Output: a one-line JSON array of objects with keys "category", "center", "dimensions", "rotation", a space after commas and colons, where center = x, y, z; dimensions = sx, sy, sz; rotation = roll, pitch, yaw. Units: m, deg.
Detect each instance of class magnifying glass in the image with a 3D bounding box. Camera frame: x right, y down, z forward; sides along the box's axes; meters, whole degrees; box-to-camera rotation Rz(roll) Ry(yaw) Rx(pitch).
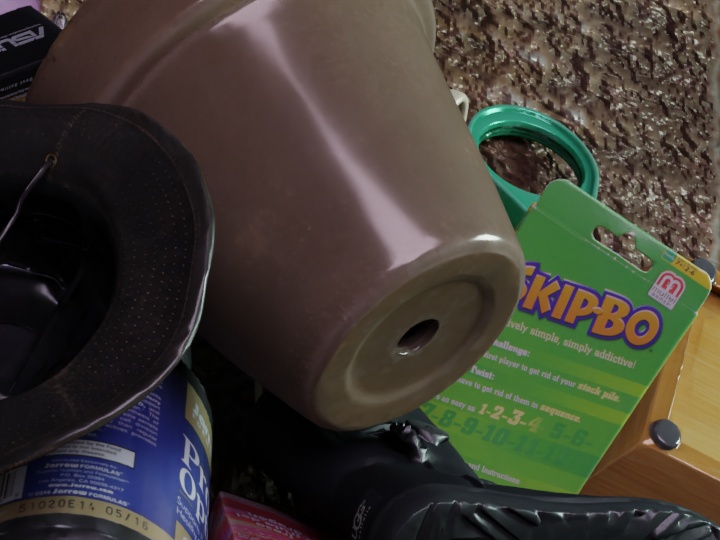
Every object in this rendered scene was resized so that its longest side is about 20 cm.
[{"category": "magnifying glass", "center": [0.108, -0.021, 1.183], "dimensions": [0.079, 0.022, 0.201], "rotation": [4, 44, -22]}]

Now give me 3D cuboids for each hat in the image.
[{"category": "hat", "center": [-0.139, 0.024, 0.869], "dimensions": [0.199, 0.081, 0.202], "rotation": [-11, 51, 14]}]

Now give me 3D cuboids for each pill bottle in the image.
[{"category": "pill bottle", "center": [-0.120, 0.093, 0.945], "dimensions": [0.111, 0.112, 0.201], "rotation": [18, 32, -13]}]

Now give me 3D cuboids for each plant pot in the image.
[{"category": "plant pot", "center": [-0.024, -0.030, 0.937], "dimensions": [0.199, 0.201, 0.175], "rotation": [-17, 55, -32]}]

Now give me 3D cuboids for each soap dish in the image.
[{"category": "soap dish", "center": [0.216, 0.094, 1.150], "dimensions": [0.199, 0.081, 0.158], "rotation": [26, 51, -5]}]

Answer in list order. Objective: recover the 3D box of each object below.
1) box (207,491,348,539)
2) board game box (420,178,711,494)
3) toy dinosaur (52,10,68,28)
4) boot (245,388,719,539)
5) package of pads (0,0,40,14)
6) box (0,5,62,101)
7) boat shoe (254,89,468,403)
[{"category": "box", "center": [0.013, 0.186, 0.962], "dimensions": [0.199, 0.095, 0.103], "rotation": [22, 95, -11]}, {"category": "board game box", "center": [0.078, 0.062, 1.058], "dimensions": [0.095, 0.201, 0.030], "rotation": [33, 9, -1]}, {"category": "toy dinosaur", "center": [-0.101, -0.064, 1.093], "dimensions": [0.135, 0.102, 0.202], "rotation": [13, 92, -29]}, {"category": "boot", "center": [0.060, 0.106, 0.979], "dimensions": [0.199, 0.077, 0.168], "rotation": [13, 13, -26]}, {"category": "package of pads", "center": [-0.226, -0.160, 1.117], "dimensions": [0.120, 0.076, 0.201], "rotation": [6, 56, -24]}, {"category": "box", "center": [-0.214, -0.013, 0.970], "dimensions": [0.199, 0.161, 0.044], "rotation": [-25, 47, -36]}, {"category": "boat shoe", "center": [0.000, 0.000, 1.073], "dimensions": [0.062, 0.071, 0.202], "rotation": [13, 82, 20]}]
